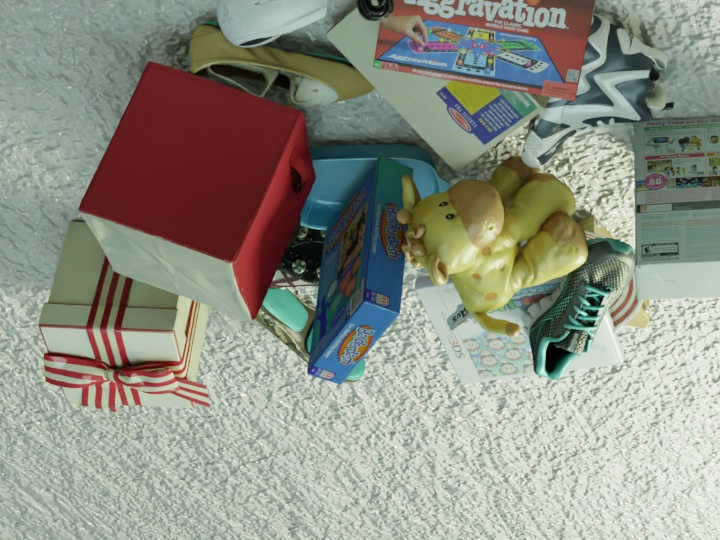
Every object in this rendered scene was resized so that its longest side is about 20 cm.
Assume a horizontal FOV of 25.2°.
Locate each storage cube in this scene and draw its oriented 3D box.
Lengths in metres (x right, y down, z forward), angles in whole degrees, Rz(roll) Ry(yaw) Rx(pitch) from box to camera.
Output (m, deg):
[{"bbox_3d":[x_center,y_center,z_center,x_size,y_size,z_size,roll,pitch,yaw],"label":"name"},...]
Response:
[{"bbox_3d":[-0.166,-0.080,1.676,0.200,0.180,0.171,18,161,10],"label":"storage cube"}]

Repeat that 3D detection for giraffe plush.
[{"bbox_3d":[0.114,-0.039,1.679,0.162,0.173,0.200,30,97,-48],"label":"giraffe plush"}]

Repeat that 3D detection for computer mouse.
[{"bbox_3d":[-0.068,-0.266,1.560,0.200,0.044,0.110,-18,94,32],"label":"computer mouse"}]

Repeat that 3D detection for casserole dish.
[{"bbox_3d":[0.005,-0.097,1.804,0.200,0.039,0.121,0,142,10],"label":"casserole dish"}]

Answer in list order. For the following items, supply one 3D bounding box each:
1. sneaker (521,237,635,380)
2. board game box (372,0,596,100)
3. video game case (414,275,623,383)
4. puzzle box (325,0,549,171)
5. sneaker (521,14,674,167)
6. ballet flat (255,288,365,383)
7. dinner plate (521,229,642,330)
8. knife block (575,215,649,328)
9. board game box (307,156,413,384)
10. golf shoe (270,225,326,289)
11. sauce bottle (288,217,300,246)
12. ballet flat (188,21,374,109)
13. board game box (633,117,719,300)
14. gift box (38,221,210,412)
[{"bbox_3d":[0.239,0.046,1.730,0.077,0.091,0.200,16,138,-11],"label":"sneaker"},{"bbox_3d":[0.118,-0.230,1.550,0.200,0.019,0.103,9,108,-1],"label":"board game box"},{"bbox_3d":[0.184,0.058,1.841,0.200,0.024,0.182,-9,136,19],"label":"video game case"},{"bbox_3d":[0.076,-0.204,1.613,0.200,0.025,0.133,46,131,-12],"label":"puzzle box"},{"bbox_3d":[0.248,-0.166,1.643,0.129,0.080,0.199,19,131,-1],"label":"sneaker"},{"bbox_3d":[-0.079,0.073,2.023,0.200,0.068,0.075,40,153,-28],"label":"ballet flat"},{"bbox_3d":[0.220,0.012,1.817,0.200,0.024,0.200,4,139,4],"label":"dinner plate"},{"bbox_3d":[0.222,0.011,1.887,0.175,0.064,0.200,-20,135,31],"label":"knife block"},{"bbox_3d":[0.000,0.000,1.736,0.045,0.200,0.152,19,141,-16],"label":"board game box"},{"bbox_3d":[-0.082,-0.014,1.911,0.200,0.077,0.088,5,162,7],"label":"golf shoe"},{"bbox_3d":[-0.162,-0.056,1.836,0.200,0.066,0.066,3,146,35],"label":"sauce bottle"},{"bbox_3d":[-0.083,-0.198,1.663,0.200,0.063,0.069,15,163,-7],"label":"ballet flat"},{"bbox_3d":[0.355,-0.068,1.654,0.147,0.200,0.064,-2,141,12],"label":"board game box"},{"bbox_3d":[-0.270,0.071,1.940,0.184,0.187,0.200,-1,140,10],"label":"gift box"}]
